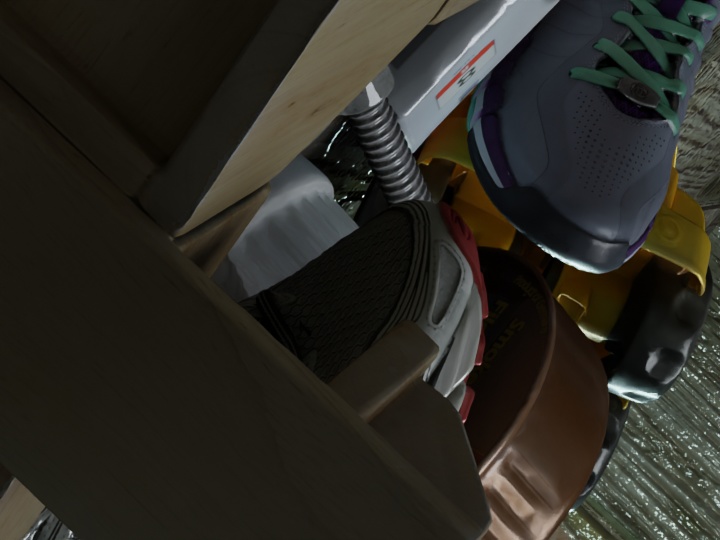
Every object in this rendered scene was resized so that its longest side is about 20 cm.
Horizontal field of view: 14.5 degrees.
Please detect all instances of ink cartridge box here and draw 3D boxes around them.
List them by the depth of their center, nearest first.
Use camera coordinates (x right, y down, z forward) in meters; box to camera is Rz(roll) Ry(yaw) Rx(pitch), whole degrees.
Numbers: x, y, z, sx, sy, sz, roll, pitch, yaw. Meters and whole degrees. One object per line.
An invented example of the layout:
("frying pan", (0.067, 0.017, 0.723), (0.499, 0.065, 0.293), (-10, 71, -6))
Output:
("ink cartridge box", (0.061, -0.103, 0.964), (0.162, 0.050, 0.200), (-46, 168, -2))

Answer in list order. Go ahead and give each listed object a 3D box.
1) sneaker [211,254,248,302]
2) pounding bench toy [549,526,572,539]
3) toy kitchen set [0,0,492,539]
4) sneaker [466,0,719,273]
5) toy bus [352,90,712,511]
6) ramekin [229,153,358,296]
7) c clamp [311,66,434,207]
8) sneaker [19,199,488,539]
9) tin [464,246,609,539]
("sneaker", (-0.108, 0.062, 0.776), (0.130, 0.079, 0.199), (-51, -174, -37))
("pounding bench toy", (0.029, 0.133, 0.775), (0.200, 0.124, 0.156), (-12, -140, 42))
("toy kitchen set", (-0.008, -0.014, 0.646), (0.200, 0.163, 0.180), (-52, 170, 34))
("sneaker", (0.092, -0.083, 0.988), (0.088, 0.074, 0.200), (-54, -168, 34))
("toy bus", (0.068, -0.024, 1.119), (0.192, 0.136, 0.200), (-66, -176, -37))
("ramekin", (-0.054, 0.065, 0.973), (0.200, 0.105, 0.200), (-45, 171, -9))
("c clamp", (0.000, 0.000, 0.849), (0.171, 0.027, 0.200), (-29, 123, -16))
("sneaker", (-0.054, 0.048, 0.701), (0.200, 0.082, 0.078), (-37, -149, 6))
("tin", (-0.015, 0.079, 0.733), (0.200, 0.042, 0.112), (-49, -154, -13))
